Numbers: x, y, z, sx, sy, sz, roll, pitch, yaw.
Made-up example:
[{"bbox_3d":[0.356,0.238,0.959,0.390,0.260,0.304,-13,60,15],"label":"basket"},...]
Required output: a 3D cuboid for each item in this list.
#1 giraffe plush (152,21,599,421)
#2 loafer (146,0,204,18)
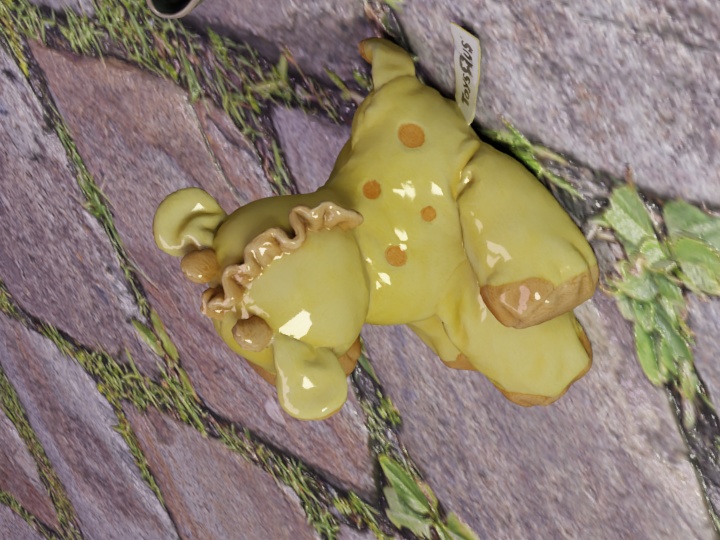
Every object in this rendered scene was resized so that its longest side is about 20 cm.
[{"bbox_3d":[0.000,0.000,1.168,0.173,0.162,0.200,34,150,45],"label":"giraffe plush"},{"bbox_3d":[-0.066,-0.177,1.177,0.072,0.063,0.200,29,160,-1],"label":"loafer"}]
